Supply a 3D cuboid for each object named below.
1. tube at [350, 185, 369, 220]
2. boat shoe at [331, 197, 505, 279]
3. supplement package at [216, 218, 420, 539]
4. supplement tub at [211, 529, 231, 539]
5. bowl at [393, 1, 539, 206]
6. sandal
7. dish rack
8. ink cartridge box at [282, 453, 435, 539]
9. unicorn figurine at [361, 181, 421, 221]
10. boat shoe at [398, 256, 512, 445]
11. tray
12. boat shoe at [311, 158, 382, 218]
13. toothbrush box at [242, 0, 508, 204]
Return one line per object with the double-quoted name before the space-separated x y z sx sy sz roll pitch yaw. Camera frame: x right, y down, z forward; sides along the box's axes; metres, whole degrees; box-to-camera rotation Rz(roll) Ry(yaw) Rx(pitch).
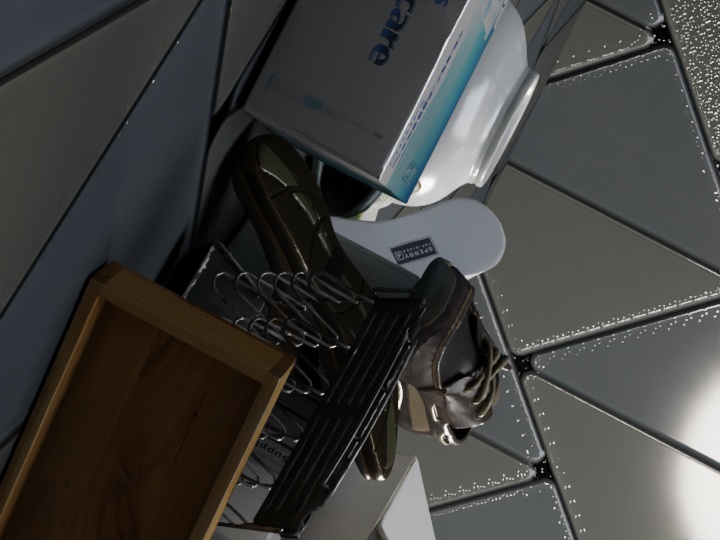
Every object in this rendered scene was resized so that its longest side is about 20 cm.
"tube" -0.050 0.021 1.797 0.200 0.058 0.052 -62 154 -15
"boat shoe" 0.000 0.000 1.747 0.200 0.072 0.068 -16 166 -38
"supplement package" -0.062 0.072 1.572 0.200 0.109 0.114 -57 172 -47
"supplement tub" -0.142 0.235 1.429 0.200 0.145 0.145 -65 174 25
"bowl" 0.073 -0.125 2.018 0.202 0.090 0.201 -62 175 -9
"sandal" -0.031 0.023 1.477 0.054 0.200 0.082 -19 -161 22
"dish rack" -0.056 0.061 1.350 0.200 0.055 0.154 0 -122 57
"ink cartridge box" -0.044 0.189 1.669 0.125 0.199 0.129 -59 147 -41
"unicorn figurine" -0.010 -0.022 1.889 0.137 0.074 0.201 -42 146 -73
"boat shoe" 0.055 0.051 1.599 0.075 0.073 0.200 -62 174 -16
"tray" -0.116 0.106 1.276 0.200 0.098 0.037 -64 175 21
"boat shoe" 0.020 -0.107 1.698 0.072 0.070 0.201 -62 178 -47
"toothbrush box" 0.015 -0.124 1.471 0.147 0.085 0.200 -63 176 1
